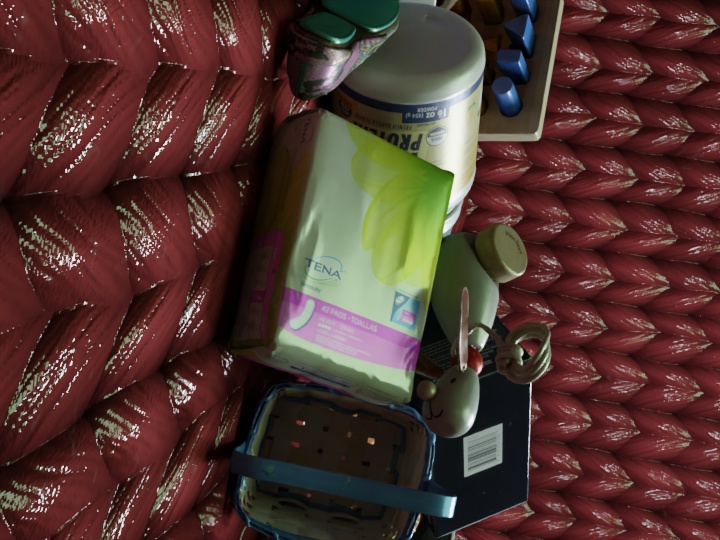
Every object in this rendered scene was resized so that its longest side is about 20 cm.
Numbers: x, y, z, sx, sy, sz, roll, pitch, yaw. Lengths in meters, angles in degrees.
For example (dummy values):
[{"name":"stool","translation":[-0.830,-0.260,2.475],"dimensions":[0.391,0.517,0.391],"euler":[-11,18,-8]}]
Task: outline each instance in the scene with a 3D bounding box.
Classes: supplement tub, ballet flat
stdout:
[{"name":"supplement tub","translation":[0.043,-0.139,1.232],"dimensions":[0.145,0.143,0.201],"euler":[-72,168,-45]},{"name":"ballet flat","translation":[-0.021,-0.187,1.062],"dimensions":[0.071,0.069,0.200],"euler":[-65,176,28]}]

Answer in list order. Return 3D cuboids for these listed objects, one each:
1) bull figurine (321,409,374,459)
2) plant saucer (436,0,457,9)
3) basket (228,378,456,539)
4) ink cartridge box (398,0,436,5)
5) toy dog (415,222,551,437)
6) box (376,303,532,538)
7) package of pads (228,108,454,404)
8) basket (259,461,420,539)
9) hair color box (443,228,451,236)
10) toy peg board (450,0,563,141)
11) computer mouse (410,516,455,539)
[{"name":"bull figurine","translation":[0.000,0.153,1.465],"dimensions":[0.121,0.065,0.201],"euler":[-35,150,-43]},{"name":"plant saucer","translation":[0.087,-0.373,1.366],"dimensions":[0.200,0.029,0.202],"euler":[176,-90,-74]},{"name":"basket","translation":[-0.017,0.166,1.053],"dimensions":[0.200,0.175,0.140],"euler":[120,-16,-83]},{"name":"ink cartridge box","translation":[0.060,-0.319,1.346],"dimensions":[0.177,0.044,0.201],"euler":[-85,-177,-55]},{"name":"toy dog","translation":[0.072,0.029,1.059],"dimensions":[0.132,0.096,0.200],"euler":[-43,-153,23]},{"name":"box","translation":[0.073,0.111,1.206],"dimensions":[0.182,0.104,0.201],"euler":[-123,-159,-45]},{"name":"package of pads","translation":[-0.015,-0.010,1.007],"dimensions":[0.154,0.068,0.201],"euler":[23,71,-35]},{"name":"basket","translation":[0.010,0.280,1.276],"dimensions":[0.142,0.149,0.200],"euler":[-37,167,0]},{"name":"hair color box","translation":[0.048,-0.029,1.448],"dimensions":[0.200,0.060,0.099],"euler":[101,-25,-55]},{"name":"toy peg board","translation":[0.121,-0.263,1.508],"dimensions":[0.098,0.198,0.201],"euler":[51,46,-57]},{"name":"computer mouse","translation":[0.055,0.288,1.236],"dimensions":[0.200,0.052,0.139],"euler":[-73,179,-60]}]
